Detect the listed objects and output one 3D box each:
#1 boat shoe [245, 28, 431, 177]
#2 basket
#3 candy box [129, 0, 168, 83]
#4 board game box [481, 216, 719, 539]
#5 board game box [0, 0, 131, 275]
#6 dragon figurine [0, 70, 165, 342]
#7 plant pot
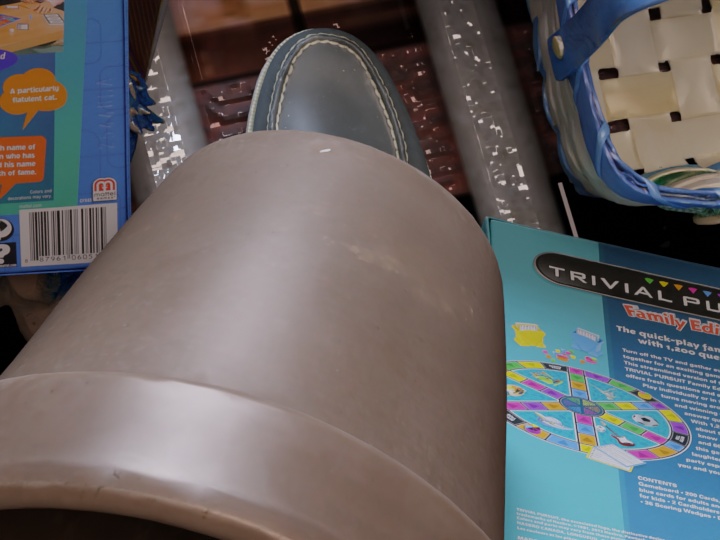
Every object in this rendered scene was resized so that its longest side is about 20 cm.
[{"bbox_3d":[0.000,0.000,0.965,0.073,0.062,0.200,-2,74,-10],"label":"boat shoe"},{"bbox_3d":[0.151,-0.094,0.944,0.176,0.200,0.139,-11,79,-11],"label":"basket"},{"bbox_3d":[-0.116,-0.129,0.910,0.116,0.200,0.057,16,68,-5],"label":"candy box"},{"bbox_3d":[0.110,0.068,0.913,0.151,0.047,0.200,12,32,-6],"label":"board game box"},{"bbox_3d":[-0.145,-0.089,0.798,0.152,0.200,0.045,-3,35,-9],"label":"board game box"},{"bbox_3d":[-0.089,0.017,0.933,0.099,0.059,0.200,-33,107,-52],"label":"dragon figurine"},{"bbox_3d":[-0.032,0.058,0.791,0.200,0.200,0.175,21,50,-3],"label":"plant pot"}]
